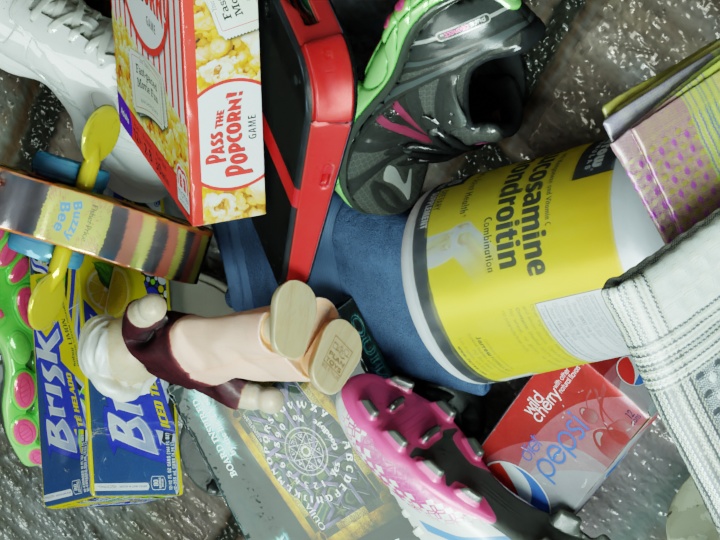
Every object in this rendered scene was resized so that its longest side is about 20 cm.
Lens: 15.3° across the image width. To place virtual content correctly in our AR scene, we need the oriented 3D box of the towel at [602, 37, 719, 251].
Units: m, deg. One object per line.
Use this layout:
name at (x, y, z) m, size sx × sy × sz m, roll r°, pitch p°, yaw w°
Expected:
towel at (0.209, -0.027, 1.294) m, size 0.200 × 0.144 × 0.023 m, roll 61°, pitch 161°, yaw -19°

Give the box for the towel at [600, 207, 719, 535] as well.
towel at (0.232, 0.036, 1.281) m, size 0.193 × 0.200 × 0.035 m, roll 62°, pitch 161°, yaw -18°

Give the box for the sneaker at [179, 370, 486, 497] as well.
sneaker at (-0.009, 0.091, 1.657) m, size 0.200 × 0.098 × 0.071 m, roll -10°, pitch 102°, yaw 25°

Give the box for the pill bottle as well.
pill bottle at (0.129, -0.011, 1.387) m, size 0.200 × 0.112 × 0.112 m, roll -14°, pitch 112°, yaw 33°

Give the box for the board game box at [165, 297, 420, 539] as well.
board game box at (-0.017, 0.130, 1.600) m, size 0.135 × 0.028 × 0.200 m, roll -23°, pitch 97°, yaw 30°

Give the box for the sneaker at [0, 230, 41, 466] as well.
sneaker at (-0.247, 0.043, 1.859) m, size 0.084 × 0.077 × 0.200 m, roll 22°, pitch 135°, yaw 55°

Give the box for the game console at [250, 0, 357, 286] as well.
game console at (-0.052, -0.115, 1.479) m, size 0.177 × 0.031 × 0.200 m, roll 101°, pitch 153°, yaw -50°

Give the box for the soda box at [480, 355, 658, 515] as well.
soda box at (0.118, 0.095, 1.543) m, size 0.070 × 0.063 × 0.200 m, roll 41°, pitch 141°, yaw 8°

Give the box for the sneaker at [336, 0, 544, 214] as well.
sneaker at (0.041, -0.085, 1.442) m, size 0.084 × 0.077 × 0.200 m, roll 39°, pitch 145°, yaw 9°

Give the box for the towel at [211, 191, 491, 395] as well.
towel at (0.000, 0.000, 1.588) m, size 0.200 × 0.049 × 0.112 m, roll 18°, pitch 133°, yaw 34°

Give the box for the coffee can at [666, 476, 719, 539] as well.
coffee can at (0.242, 0.213, 1.455) m, size 0.146 × 0.146 × 0.200 m, roll 20°, pitch 134°, yaw 32°

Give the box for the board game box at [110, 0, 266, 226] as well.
board game box at (-0.098, -0.147, 1.475) m, size 0.152 × 0.046 × 0.200 m, roll -129°, pitch 33°, yaw -57°

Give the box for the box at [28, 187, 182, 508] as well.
box at (-0.162, 0.048, 1.687) m, size 0.064 × 0.070 × 0.200 m, roll -18°, pitch 73°, yaw 52°

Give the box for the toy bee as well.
toy bee at (-0.192, -0.030, 1.580) m, size 0.200 × 0.109 × 0.131 m, roll -3°, pitch 92°, yaw 5°

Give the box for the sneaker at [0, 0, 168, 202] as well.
sneaker at (-0.162, -0.137, 1.619) m, size 0.200 × 0.075 × 0.100 m, roll 46°, pitch 136°, yaw -11°

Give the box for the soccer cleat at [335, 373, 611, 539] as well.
soccer cleat at (0.054, 0.145, 1.528) m, size 0.200 × 0.070 × 0.086 m, roll 39°, pitch 124°, yaw 6°

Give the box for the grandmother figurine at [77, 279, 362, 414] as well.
grandmother figurine at (-0.089, 0.045, 1.540) m, size 0.200 × 0.061 × 0.121 m, roll -3°, pitch 135°, yaw 45°

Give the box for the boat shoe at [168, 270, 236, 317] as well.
boat shoe at (-0.131, 0.035, 1.751) m, size 0.200 × 0.057 × 0.067 m, roll -7°, pitch 81°, yaw 43°
